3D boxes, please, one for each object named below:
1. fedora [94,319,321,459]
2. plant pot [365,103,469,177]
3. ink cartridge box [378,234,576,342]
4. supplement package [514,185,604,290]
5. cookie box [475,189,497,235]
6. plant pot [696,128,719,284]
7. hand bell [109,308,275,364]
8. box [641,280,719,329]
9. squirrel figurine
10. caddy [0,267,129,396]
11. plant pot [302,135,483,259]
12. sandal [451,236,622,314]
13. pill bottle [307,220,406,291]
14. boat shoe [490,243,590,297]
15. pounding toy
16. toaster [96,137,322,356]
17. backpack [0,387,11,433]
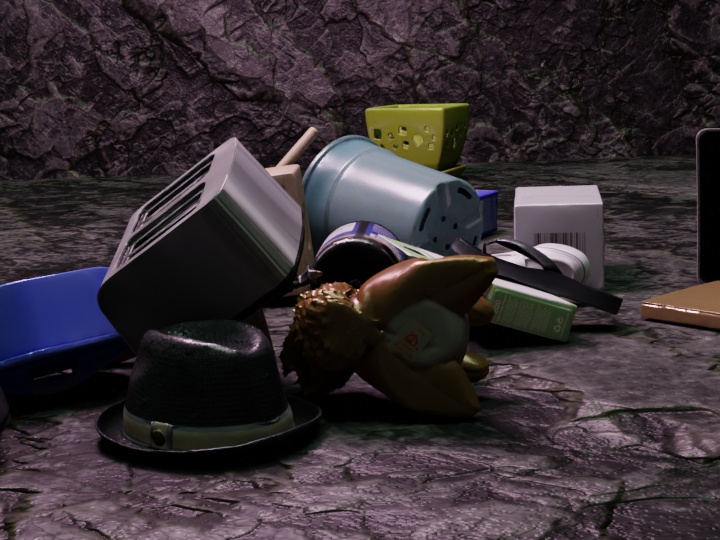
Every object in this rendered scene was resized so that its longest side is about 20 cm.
[{"bbox_3d":[-0.131,0.093,1.068,0.200,0.092,0.201,-2,10,0],"label":"fedora"},{"bbox_3d":[0.138,-0.295,2.926,0.199,0.182,0.200,2,11,24],"label":"plant pot"},{"bbox_3d":[0.120,0.019,1.382,0.200,0.048,0.146,15,6,-15],"label":"ink cartridge box"},{"bbox_3d":[0.266,-0.046,1.689,0.117,0.118,0.200,-2,11,9],"label":"supplement package"},{"bbox_3d":[0.112,-0.089,2.079,0.171,0.075,0.200,4,12,30],"label":"cookie box"},{"bbox_3d":[0.538,-0.074,1.633,0.199,0.200,0.177,0,-3,13],"label":"plant pot"},{"bbox_3d":[-0.200,0.064,1.331,0.200,0.104,0.104,-15,11,-5],"label":"hand bell"},{"bbox_3d":[0.447,0.043,1.417,0.163,0.021,0.200,-11,13,-41],"label":"box"},{"bbox_3d":[0.024,0.052,1.162,0.200,0.142,0.187,0,4,-2],"label":"squirrel figurine"},{"bbox_3d":[-0.311,0.070,1.222,0.200,0.105,0.141,-13,-8,-43],"label":"caddy"},{"bbox_3d":[0.048,-0.069,1.716,0.196,0.201,0.200,19,22,41],"label":"plant pot"},{"bbox_3d":[0.200,-0.004,1.412,0.200,0.043,0.076,19,5,2],"label":"sandal"},{"bbox_3d":[0.000,0.000,1.508,0.112,0.112,0.200,-2,10,4],"label":"pill bottle"},{"bbox_3d":[0.181,0.013,1.548,0.200,0.074,0.065,-9,12,24],"label":"boat shoe"},{"bbox_3d":[-0.136,-0.072,1.640,0.184,0.200,0.142,-8,10,3],"label":"pounding toy"},{"bbox_3d":[-0.144,-0.017,1.192,0.200,0.119,0.181,-35,21,15],"label":"toaster"},{"bbox_3d":[-0.367,0.093,1.019,0.126,0.167,0.200,-24,20,-12],"label":"backpack"}]
